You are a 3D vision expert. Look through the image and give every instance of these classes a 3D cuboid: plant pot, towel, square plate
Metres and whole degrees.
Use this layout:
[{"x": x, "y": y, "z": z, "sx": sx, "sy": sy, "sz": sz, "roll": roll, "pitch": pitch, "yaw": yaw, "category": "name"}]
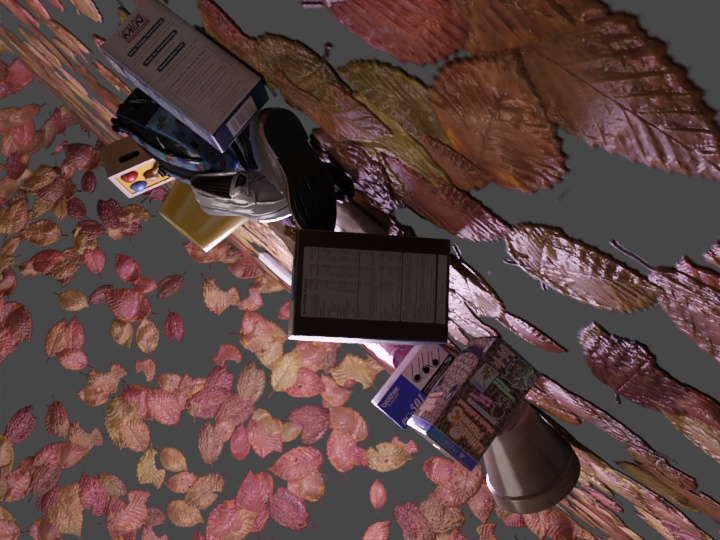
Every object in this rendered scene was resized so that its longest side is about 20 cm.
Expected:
[{"x": 0.335, "y": 0.371, "z": 1.407, "sx": 0.174, "sy": 0.199, "sz": 0.200, "roll": 61, "pitch": 164, "yaw": -17, "category": "plant pot"}, {"x": -0.042, "y": -0.093, "z": 1.121, "sx": 0.200, "sy": 0.032, "sz": 0.191, "roll": 38, "pitch": 170, "yaw": 7, "category": "towel"}, {"x": -0.310, "y": -0.150, "z": 1.404, "sx": 0.200, "sy": 0.189, "sz": 0.201, "roll": 38, "pitch": 171, "yaw": 7, "category": "plant pot"}, {"x": -0.295, "y": 0.001, "z": 2.501, "sx": 0.200, "sy": 0.028, "sz": 0.198, "roll": 41, "pitch": 170, "yaw": -5, "category": "square plate"}]

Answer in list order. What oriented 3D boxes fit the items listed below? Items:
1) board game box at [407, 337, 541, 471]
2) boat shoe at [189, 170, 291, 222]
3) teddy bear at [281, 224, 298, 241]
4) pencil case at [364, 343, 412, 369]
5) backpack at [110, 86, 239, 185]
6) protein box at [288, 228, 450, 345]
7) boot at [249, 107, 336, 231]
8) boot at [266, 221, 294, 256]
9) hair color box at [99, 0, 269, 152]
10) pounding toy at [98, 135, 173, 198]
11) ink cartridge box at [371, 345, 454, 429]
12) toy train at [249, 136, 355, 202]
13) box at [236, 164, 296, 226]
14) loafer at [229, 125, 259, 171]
[{"x": 0.191, "y": 0.223, "z": 1.159, "sx": 0.097, "sy": 0.200, "sz": 0.159, "roll": 39, "pitch": 170, "yaw": -2, "category": "board game box"}, {"x": -0.179, "y": -0.120, "z": 1.044, "sx": 0.198, "sy": 0.074, "sz": 0.067, "roll": -3, "pitch": 148, "yaw": 23, "category": "boat shoe"}, {"x": -0.056, "y": -0.047, "z": 1.322, "sx": 0.199, "sy": 0.067, "sz": 0.145, "roll": 33, "pitch": 179, "yaw": 1, "category": "teddy bear"}, {"x": 0.062, "y": 0.201, "z": 1.912, "sx": 0.200, "sy": 0.088, "sz": 0.087, "roll": 31, "pitch": 167, "yaw": 45, "category": "pencil case"}, {"x": -0.285, "y": -0.224, "z": 1.135, "sx": 0.199, "sy": 0.135, "sz": 0.183, "roll": 25, "pitch": 165, "yaw": 28, "category": "backpack"}, {"x": 0.003, "y": 0.032, "z": 0.933, "sx": 0.198, "sy": 0.136, "sz": 0.199, "roll": 4, "pitch": 173, "yaw": -7, "category": "protein box"}, {"x": -0.094, "y": -0.137, "z": 0.941, "sx": 0.097, "sy": 0.074, "sz": 0.201, "roll": 34, "pitch": 148, "yaw": 57, "category": "boot"}, {"x": -0.124, "y": -0.069, "z": 1.445, "sx": 0.200, "sy": 0.074, "sz": 0.075, "roll": 42, "pitch": 160, "yaw": 2, "category": "boot"}, {"x": -0.227, "y": -0.256, "z": 0.876, "sx": 0.200, "sy": 0.100, "sz": 0.061, "roll": 38, "pitch": 172, "yaw": 10, "category": "hair color box"}, {"x": -0.628, "y": -0.308, "z": 1.965, "sx": 0.184, "sy": 0.199, "sz": 0.143, "roll": 75, "pitch": 171, "yaw": -74, "category": "pounding toy"}, {"x": 0.125, "y": 0.256, "z": 1.554, "sx": 0.094, "sy": 0.200, "sz": 0.044, "roll": 41, "pitch": 170, "yaw": -13, "category": "ink cartridge box"}, {"x": -0.088, "y": -0.160, "z": 0.976, "sx": 0.199, "sy": 0.034, "sz": 0.046, "roll": 33, "pitch": 154, "yaw": 24, "category": "toy train"}, {"x": -0.173, "y": -0.151, "z": 1.239, "sx": 0.143, "sy": 0.036, "sz": 0.200, "roll": 54, "pitch": 172, "yaw": -17, "category": "box"}, {"x": -0.208, "y": -0.226, "z": 1.025, "sx": 0.068, "sy": 0.071, "sz": 0.201, "roll": 26, "pitch": 163, "yaw": 52, "category": "loafer"}]
